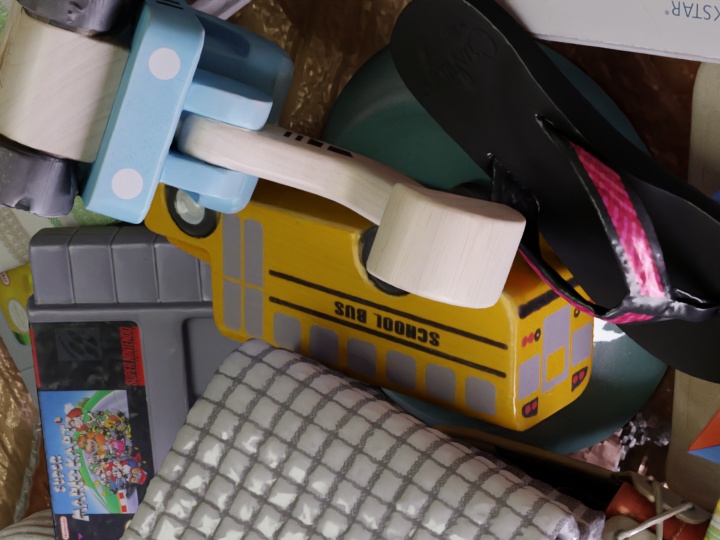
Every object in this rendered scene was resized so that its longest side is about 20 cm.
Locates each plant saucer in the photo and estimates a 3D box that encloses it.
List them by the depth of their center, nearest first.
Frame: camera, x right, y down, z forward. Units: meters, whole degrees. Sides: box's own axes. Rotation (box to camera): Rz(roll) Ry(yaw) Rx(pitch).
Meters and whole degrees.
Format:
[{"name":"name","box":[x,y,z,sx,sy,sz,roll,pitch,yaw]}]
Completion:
[{"name":"plant saucer","box":[0.046,-0.006,0.871,0.200,0.036,0.200,16,117,35]}]

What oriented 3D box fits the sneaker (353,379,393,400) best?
[{"name":"sneaker","box":[-0.034,0.130,0.885,0.078,0.086,0.200,-24,49,33]}]

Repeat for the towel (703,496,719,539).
[{"name":"towel","box":[0.193,0.041,0.712,0.086,0.018,0.200,26,120,17]}]

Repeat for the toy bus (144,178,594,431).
[{"name":"toy bus","box":[0.000,0.000,0.844,0.200,0.065,0.078,16,118,34]}]

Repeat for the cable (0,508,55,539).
[{"name":"cable","box":[-0.147,0.230,1.103,0.200,0.069,0.200,28,122,28]}]

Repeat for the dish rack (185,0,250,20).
[{"name":"dish rack","box":[-0.057,-0.215,0.828,0.200,0.044,0.172,-34,83,21]}]

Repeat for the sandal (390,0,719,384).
[{"name":"sandal","box":[0.081,-0.023,0.751,0.200,0.045,0.075,44,136,0]}]

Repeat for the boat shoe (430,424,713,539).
[{"name":"boat shoe","box":[0.105,0.113,0.818,0.200,0.071,0.063,13,129,36]}]

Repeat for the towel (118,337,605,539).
[{"name":"towel","box":[-0.016,0.149,0.791,0.165,0.086,0.200,28,92,23]}]

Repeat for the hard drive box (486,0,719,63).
[{"name":"hard drive box","box":[0.113,-0.183,0.717,0.156,0.077,0.201,14,115,36]}]

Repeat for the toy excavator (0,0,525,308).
[{"name":"toy excavator","box":[-0.049,-0.055,0.778,0.194,0.200,0.100,-126,53,-69]}]

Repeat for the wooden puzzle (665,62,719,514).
[{"name":"wooden puzzle","box":[0.197,0.027,0.749,0.185,0.046,0.200,19,118,34]}]

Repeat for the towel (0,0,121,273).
[{"name":"towel","box":[-0.175,-0.075,0.954,0.200,0.031,0.149,-23,105,35]}]

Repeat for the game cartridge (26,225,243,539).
[{"name":"game cartridge","box":[-0.093,0.075,0.976,0.129,0.038,0.200,-3,111,2]}]

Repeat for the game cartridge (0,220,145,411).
[{"name":"game cartridge","box":[-0.155,-0.020,1.026,0.133,0.040,0.200,-21,97,39]}]
